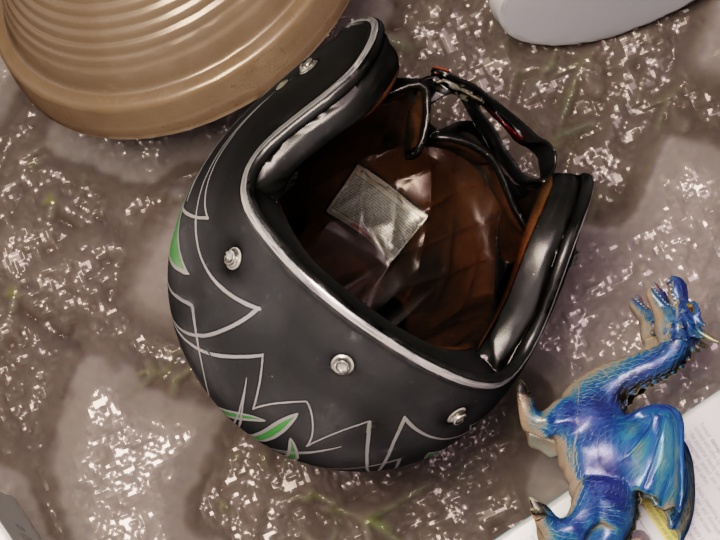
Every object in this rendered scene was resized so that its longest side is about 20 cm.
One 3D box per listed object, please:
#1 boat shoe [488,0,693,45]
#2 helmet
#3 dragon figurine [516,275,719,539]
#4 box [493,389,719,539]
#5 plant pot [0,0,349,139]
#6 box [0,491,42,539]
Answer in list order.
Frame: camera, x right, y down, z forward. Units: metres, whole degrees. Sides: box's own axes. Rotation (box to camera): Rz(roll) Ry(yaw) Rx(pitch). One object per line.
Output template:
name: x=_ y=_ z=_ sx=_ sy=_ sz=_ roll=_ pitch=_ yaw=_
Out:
boat shoe: x=0.155 y=-0.184 z=1.150 sx=0.199 sy=0.071 sz=0.070 roll=-23 pitch=52 yaw=1
helmet: x=0.000 y=0.000 z=1.042 sx=0.199 sy=0.200 sz=0.191 roll=31 pitch=77 yaw=7
dragon figurine: x=0.129 y=0.097 z=1.038 sx=0.099 sy=0.059 sz=0.202 roll=-8 pitch=66 yaw=6
box: x=0.137 y=0.137 z=1.088 sx=0.199 sy=0.049 sz=0.083 roll=-32 pitch=79 yaw=-5
plant pot: x=-0.105 y=-0.172 z=1.091 sx=0.199 sy=0.093 sz=0.202 roll=-12 pitch=53 yaw=17
box: x=-0.234 y=0.197 z=1.048 sx=0.199 sy=0.124 sz=0.098 roll=-36 pitch=80 yaw=-6
